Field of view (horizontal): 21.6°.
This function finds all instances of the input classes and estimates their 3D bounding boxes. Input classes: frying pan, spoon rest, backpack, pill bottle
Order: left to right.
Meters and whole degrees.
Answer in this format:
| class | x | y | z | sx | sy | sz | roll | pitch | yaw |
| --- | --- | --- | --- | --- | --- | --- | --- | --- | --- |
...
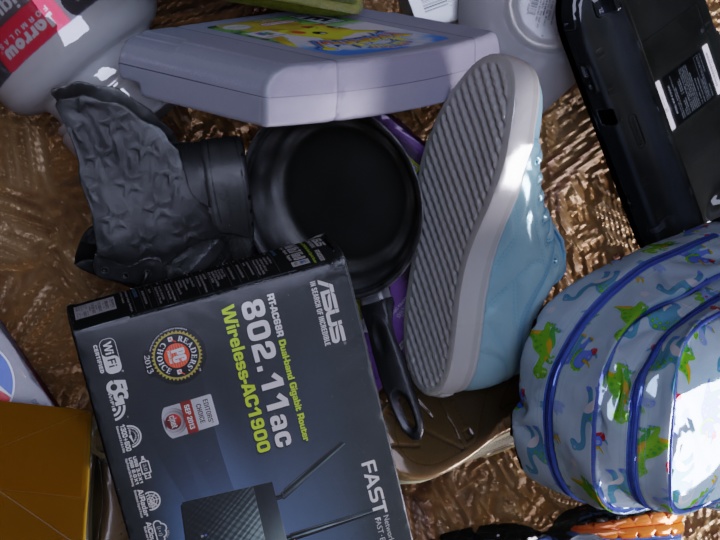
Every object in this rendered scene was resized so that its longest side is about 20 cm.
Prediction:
| class | x | y | z | sx | sy | sz | roll | pitch | yaw |
| --- | --- | --- | --- | --- | --- | --- | --- | --- | --- |
| pill bottle | -0.187 | -0.160 | 1.080 | 0.111 | 0.111 | 0.200 | -40 | 94 | -10 |
| frying pan | 0.010 | -0.011 | 1.057 | 0.190 | 0.031 | 0.115 | 49 | 120 | 5 |
| spoon rest | 0.093 | -0.115 | 1.146 | 0.099 | 0.061 | 0.201 | 18 | 90 | -10 |
| backpack | 0.174 | 0.062 | 1.074 | 0.199 | 0.154 | 0.164 | -6 | 113 | -31 |

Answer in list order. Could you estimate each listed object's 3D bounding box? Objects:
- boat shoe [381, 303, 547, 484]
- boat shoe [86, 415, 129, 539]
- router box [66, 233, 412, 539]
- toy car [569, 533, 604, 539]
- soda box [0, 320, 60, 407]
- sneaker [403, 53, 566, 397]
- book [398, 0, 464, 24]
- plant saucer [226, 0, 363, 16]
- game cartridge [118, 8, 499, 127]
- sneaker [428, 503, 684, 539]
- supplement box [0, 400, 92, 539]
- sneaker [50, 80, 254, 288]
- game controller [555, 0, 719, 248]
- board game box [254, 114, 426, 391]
| class | x | y | z | sx | sy | sz | roll | pitch | yaw |
| --- | --- | --- | --- | --- | --- | --- | --- | --- | --- |
| boat shoe | 0.081 | 0.075 | 1.139 | 0.199 | 0.065 | 0.072 | -25 | 85 | -28 |
| boat shoe | -0.125 | 0.130 | 1.088 | 0.073 | 0.063 | 0.201 | 4 | 92 | 1 |
| router box | -0.062 | 0.097 | 1.023 | 0.149 | 0.062 | 0.201 | -16 | 105 | -9 |
| toy car | 0.098 | 0.252 | 1.076 | 0.164 | 0.158 | 0.200 | 42 | 86 | -14 |
| soda box | -0.243 | 0.037 | 1.083 | 0.070 | 0.063 | 0.200 | -34 | 92 | -8 |
| sneaker | 0.079 | -0.026 | 1.056 | 0.082 | 0.074 | 0.201 | -5 | 121 | -33 |
| book | 0.104 | -0.240 | 1.170 | 0.199 | 0.048 | 0.134 | -20 | 91 | -9 |
| plant saucer | -0.109 | -0.231 | 1.076 | 0.199 | 0.048 | 0.201 | 4 | 61 | -40 |
| game cartridge | -0.018 | -0.117 | 1.054 | 0.200 | 0.133 | 0.041 | -17 | 119 | -48 |
| sneaker | 0.105 | 0.192 | 1.132 | 0.199 | 0.075 | 0.079 | -10 | 92 | -9 |
| supplement box | -0.252 | 0.182 | 0.997 | 0.196 | 0.133 | 0.201 | 7 | 116 | -9 |
| sneaker | -0.111 | -0.008 | 1.052 | 0.104 | 0.060 | 0.201 | -6 | 112 | -7 |
| game controller | 0.184 | -0.105 | 1.144 | 0.104 | 0.042 | 0.201 | -41 | 121 | -31 |
| board game box | -0.015 | 0.010 | 1.113 | 0.120 | 0.032 | 0.200 | 40 | 99 | -1 |
